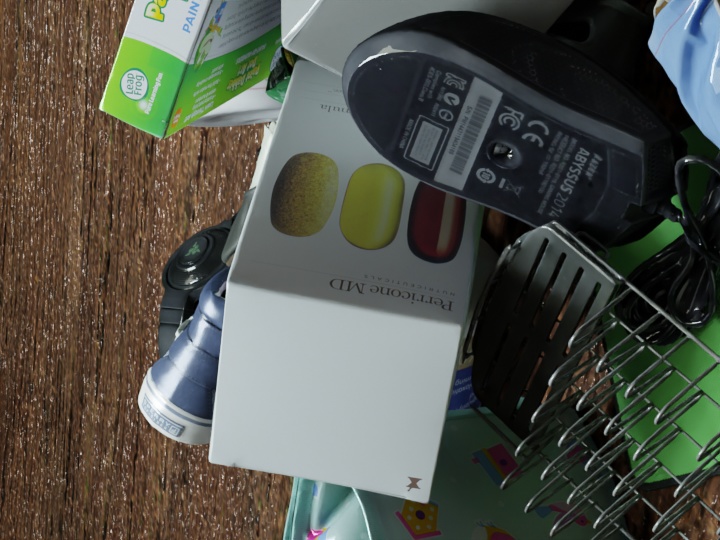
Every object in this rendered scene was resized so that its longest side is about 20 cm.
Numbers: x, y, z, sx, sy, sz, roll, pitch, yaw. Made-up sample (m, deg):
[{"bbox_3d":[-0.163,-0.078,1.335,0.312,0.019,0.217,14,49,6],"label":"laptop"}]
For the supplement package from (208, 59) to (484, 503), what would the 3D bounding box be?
[{"bbox_3d":[0.000,0.000,0.906,0.201,0.113,0.110,-78,-2,-53],"label":"supplement package"}]

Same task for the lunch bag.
[{"bbox_3d":[0.054,0.168,0.927,0.122,0.169,0.202,-29,68,57],"label":"lunch bag"}]

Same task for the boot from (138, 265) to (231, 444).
[{"bbox_3d":[-0.054,0.035,1.093,0.073,0.200,0.091,36,113,8],"label":"boot"}]

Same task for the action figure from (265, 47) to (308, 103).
[{"bbox_3d":[-0.010,-0.166,0.973,0.119,0.054,0.201,-85,14,-50],"label":"action figure"}]

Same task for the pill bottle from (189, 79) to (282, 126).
[{"bbox_3d":[-0.081,-0.203,1.236,0.114,0.113,0.202,174,90,-67],"label":"pill bottle"}]

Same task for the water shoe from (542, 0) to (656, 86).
[{"bbox_3d":[0.092,-0.121,0.923,0.079,0.071,0.200,-60,26,6],"label":"water shoe"}]

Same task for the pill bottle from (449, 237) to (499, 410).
[{"bbox_3d":[0.015,0.075,1.074,0.111,0.110,0.201,-122,34,-46],"label":"pill bottle"}]

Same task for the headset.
[{"bbox_3d":[-0.072,0.006,1.284,0.093,0.123,0.202,3,80,43],"label":"headset"}]

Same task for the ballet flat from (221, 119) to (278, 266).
[{"bbox_3d":[-0.012,-0.066,1.048,0.199,0.068,0.069,-29,79,34],"label":"ballet flat"}]

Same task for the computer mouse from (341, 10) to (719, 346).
[{"bbox_3d":[0.087,-0.056,0.818,0.053,0.199,0.139,-62,0,-37],"label":"computer mouse"}]

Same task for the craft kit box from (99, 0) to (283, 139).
[{"bbox_3d":[-0.058,-0.186,0.992,0.200,0.048,0.199,-46,-23,-68],"label":"craft kit box"}]

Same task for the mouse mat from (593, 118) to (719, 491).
[{"bbox_3d":[0.159,0.012,0.847,0.200,0.007,0.163,147,115,-66],"label":"mouse mat"}]

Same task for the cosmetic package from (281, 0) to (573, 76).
[{"bbox_3d":[0.056,-0.170,0.826,0.200,0.106,0.091,-45,32,35],"label":"cosmetic package"}]

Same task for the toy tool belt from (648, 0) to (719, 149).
[{"bbox_3d":[0.167,-0.051,0.662,0.125,0.122,0.201,110,146,-47],"label":"toy tool belt"}]

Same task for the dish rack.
[{"bbox_3d":[0.119,0.080,0.817,0.200,0.054,0.154,43,141,20],"label":"dish rack"}]
